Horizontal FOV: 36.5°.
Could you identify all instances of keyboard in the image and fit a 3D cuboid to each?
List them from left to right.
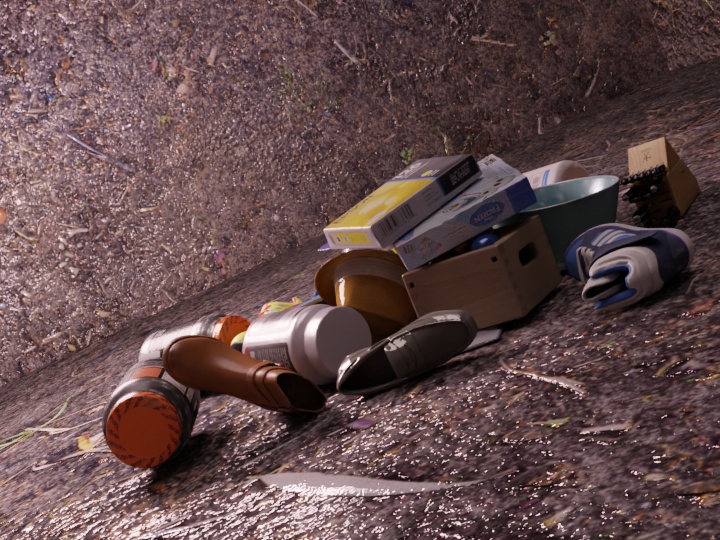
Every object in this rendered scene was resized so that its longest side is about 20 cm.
[{"bbox_3d":[0.095,0.113,1.449,0.198,0.011,0.056,-21,13,18],"label":"keyboard"}]

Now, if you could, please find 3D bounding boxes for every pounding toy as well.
[{"bbox_3d":[0.162,-0.011,1.526,0.182,0.144,0.199,-18,8,34],"label":"pounding toy"}]

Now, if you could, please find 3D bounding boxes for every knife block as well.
[{"bbox_3d":[0.462,-0.102,1.669,0.063,0.178,0.199,-16,-35,32],"label":"knife block"}]

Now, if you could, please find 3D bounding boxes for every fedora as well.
[{"bbox_3d":[0.023,0.051,1.607,0.199,0.200,0.083,-18,47,30],"label":"fedora"}]

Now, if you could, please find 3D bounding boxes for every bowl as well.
[{"bbox_3d":[0.297,-0.064,1.624,0.198,0.107,0.201,-14,11,3],"label":"bowl"}]

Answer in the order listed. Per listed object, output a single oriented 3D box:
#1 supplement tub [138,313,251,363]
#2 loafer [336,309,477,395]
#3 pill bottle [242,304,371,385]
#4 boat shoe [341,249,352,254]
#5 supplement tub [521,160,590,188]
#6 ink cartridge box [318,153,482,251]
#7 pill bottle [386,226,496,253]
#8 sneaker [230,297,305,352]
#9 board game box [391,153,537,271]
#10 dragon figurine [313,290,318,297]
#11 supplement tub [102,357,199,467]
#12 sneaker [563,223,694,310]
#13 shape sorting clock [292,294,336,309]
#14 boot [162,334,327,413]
[{"bbox_3d":[-0.277,0.146,1.879,0.198,0.124,0.122,-18,9,37],"label":"supplement tub"},{"bbox_3d":[0.057,0.110,1.379,0.198,0.070,0.070,-29,10,23],"label":"loafer"},{"bbox_3d":[-0.077,0.110,1.573,0.113,0.115,0.199,-28,10,-34],"label":"pill bottle"},{"bbox_3d":[0.000,0.000,1.767,0.070,0.070,0.200,-3,-21,-2],"label":"boat shoe"},{"bbox_3d":[0.289,-0.100,1.842,0.198,0.134,0.131,-16,11,45],"label":"supplement tub"},{"bbox_3d":[0.045,-0.097,1.561,0.197,0.047,0.199,-38,20,-24],"label":"ink cartridge box"},{"bbox_3d":[0.135,-0.012,1.769,0.198,0.114,0.112,-24,8,-9],"label":"pill bottle"},{"bbox_3d":[-0.152,0.099,1.847,0.199,0.090,0.079,-17,-35,-47],"label":"sneaker"},{"bbox_3d":[0.130,-0.085,1.533,0.197,0.044,0.200,-28,16,1],"label":"board game box"},{"bbox_3d":[0.014,0.024,1.922,0.198,0.101,0.059,-27,9,-26],"label":"dragon figurine"},{"bbox_3d":[-0.290,0.198,1.515,0.121,0.124,0.200,-23,8,0],"label":"supplement tub"},{"bbox_3d":[0.297,-0.002,1.348,0.145,0.082,0.199,-24,12,-37],"label":"sneaker"},{"bbox_3d":[-0.065,0.085,1.760,0.198,0.040,0.201,-22,-24,-10],"label":"shape sorting clock"},{"bbox_3d":[-0.150,0.138,1.439,0.198,0.075,0.154,20,-9,-32],"label":"boot"}]
